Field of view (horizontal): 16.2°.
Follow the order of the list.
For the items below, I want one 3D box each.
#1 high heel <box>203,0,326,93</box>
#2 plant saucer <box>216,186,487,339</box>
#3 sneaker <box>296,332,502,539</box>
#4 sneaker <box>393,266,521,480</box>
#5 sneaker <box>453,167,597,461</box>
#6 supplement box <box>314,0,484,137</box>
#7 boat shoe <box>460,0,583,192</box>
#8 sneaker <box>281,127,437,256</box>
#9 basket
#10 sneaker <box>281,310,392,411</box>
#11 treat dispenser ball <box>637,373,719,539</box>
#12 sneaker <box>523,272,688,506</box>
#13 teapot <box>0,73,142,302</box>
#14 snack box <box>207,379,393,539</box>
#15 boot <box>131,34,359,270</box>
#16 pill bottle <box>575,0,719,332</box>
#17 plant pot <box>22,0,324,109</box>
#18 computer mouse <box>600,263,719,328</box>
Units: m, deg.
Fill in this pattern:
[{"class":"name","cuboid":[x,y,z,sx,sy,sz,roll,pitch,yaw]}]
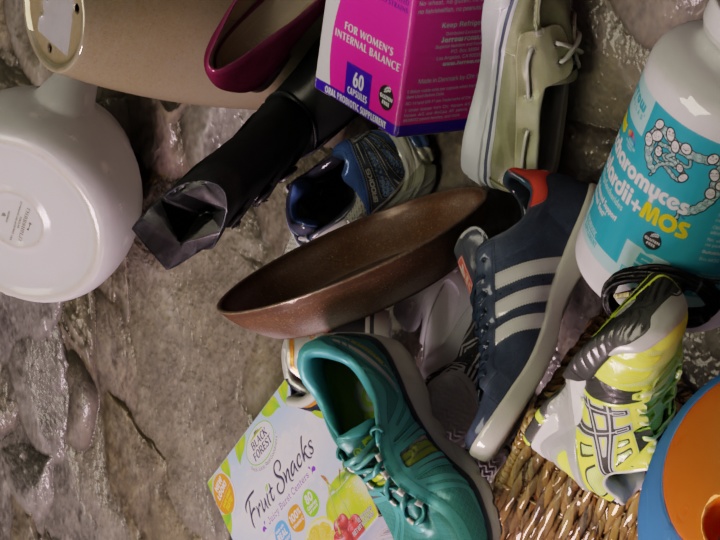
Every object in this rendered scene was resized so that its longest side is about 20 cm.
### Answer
[{"class":"high heel","cuboid":[-0.047,-0.215,1.779,0.067,0.096,0.200,37,97,11]},{"class":"plant saucer","cuboid":[0.000,0.000,1.708,0.200,0.200,0.037,-7,110,55]},{"class":"sneaker","cuboid":[0.018,0.125,1.600,0.078,0.079,0.201,-44,62,23]},{"class":"sneaker","cuboid":[0.065,0.066,1.712,0.115,0.075,0.201,-1,61,63]},{"class":"sneaker","cuboid":[0.090,0.023,1.621,0.075,0.084,0.201,108,-175,-66]},{"class":"supplement box","cuboid":[0.047,-0.203,1.697,0.101,0.103,0.201,34,123,47]},{"class":"boat shoe","cuboid":[0.116,-0.142,1.656,0.062,0.072,0.201,23,123,23]},{"class":"sneaker","cuboid":[-0.026,-0.043,1.853,0.077,0.085,0.200,63,142,23]},{"class":"basket","cuboid":[0.162,0.153,1.654,0.142,0.149,0.201,29,128,9]},{"class":"sneaker","cuboid":[-0.015,0.065,1.797,0.200,0.079,0.079,82,-174,-76]},{"class":"treat dispenser ball","cuboid":[0.253,0.142,1.398,0.200,0.200,0.202,18,113,52]},{"class":"sneaker","cuboid":[0.159,0.068,1.455,0.076,0.075,0.200,42,155,11]},{"class":"teapot","cuboid":[-0.261,-0.078,2.137,0.199,0.146,0.198,-16,115,32]},{"class":"snack box","cuboid":[-0.037,0.171,1.948,0.200,0.053,0.143,-53,54,46]},{"class":"boot","cuboid":[-0.061,-0.098,1.779,0.066,0.200,0.165,43,131,7]},{"class":"pill bottle","cuboid":[0.206,-0.070,1.492,0.111,0.110,0.201,49,134,37]},{"class":"plant pot","cuboid":[-0.142,-0.202,1.880,0.187,0.199,0.189,18,113,51]},{"class":"computer mouse","cuboid":[0.233,0.003,1.448,0.199,0.034,0.059,-15,120,21]}]
